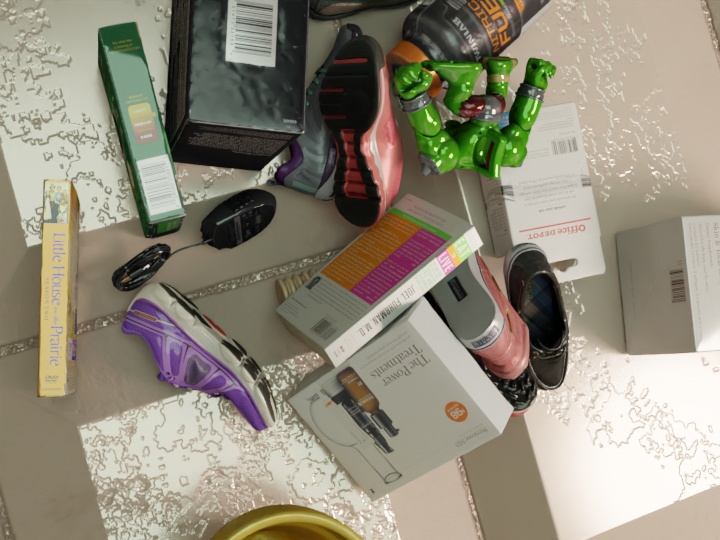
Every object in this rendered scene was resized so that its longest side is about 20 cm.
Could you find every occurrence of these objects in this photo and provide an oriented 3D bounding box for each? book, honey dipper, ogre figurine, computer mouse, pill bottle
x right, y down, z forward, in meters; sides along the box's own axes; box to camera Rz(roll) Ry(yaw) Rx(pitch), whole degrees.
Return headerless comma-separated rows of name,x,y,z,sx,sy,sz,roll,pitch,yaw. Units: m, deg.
book,0.017,0.008,1.059,0.199,0.133,0.048,-38,117,-13
honey dipper,0.000,0.000,1.145,0.197,0.038,0.039,-17,90,-20
ogre figurine,0.122,-0.166,1.088,0.198,0.097,0.122,-17,115,-48
computer mouse,-0.178,-0.036,1.084,0.198,0.059,0.034,-27,62,-21
pill bottle,0.120,-0.281,1.163,0.200,0.106,0.106,-44,97,-14

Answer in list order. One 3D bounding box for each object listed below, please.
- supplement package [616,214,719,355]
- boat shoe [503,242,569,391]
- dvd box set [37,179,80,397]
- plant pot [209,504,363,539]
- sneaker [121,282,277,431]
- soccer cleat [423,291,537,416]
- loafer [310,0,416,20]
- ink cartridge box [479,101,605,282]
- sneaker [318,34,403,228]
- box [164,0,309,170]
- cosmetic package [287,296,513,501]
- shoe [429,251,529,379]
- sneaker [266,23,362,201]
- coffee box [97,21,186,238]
supplement package,0.432,0.016,1.200,0.196,0.150,0.155,-3,85,-16
boat shoe,0.205,0.065,1.134,0.069,0.067,0.203,-15,122,-5
dvd box set,-0.297,0.022,1.001,0.029,0.146,0.204,1,85,-13
plant pot,-0.085,0.330,1.010,0.197,0.189,0.205,1,85,-14
sneaker,-0.170,0.102,1.078,0.200,0.081,0.084,43,93,-1
soccer cleat,0.124,0.083,1.158,0.068,0.073,0.201,-34,76,-15
loafer,0.028,-0.340,1.164,0.197,0.063,0.073,-24,92,-16
ink cartridge box,0.209,-0.085,1.189,0.114,0.068,0.204,-10,88,-14
sneaker,0.008,-0.153,1.087,0.087,0.073,0.204,-36,130,-54
box,-0.130,-0.223,1.041,0.121,0.198,0.204,4,84,-18
cosmetic package,0.038,0.140,1.064,0.151,0.199,0.052,48,37,-7
shoe,0.121,0.030,1.106,0.071,0.201,0.091,-34,130,12
sneaker,-0.050,-0.184,1.127,0.086,0.074,0.204,11,83,-9
coffee box,-0.227,-0.141,1.047,0.043,0.123,0.204,-15,88,-14
